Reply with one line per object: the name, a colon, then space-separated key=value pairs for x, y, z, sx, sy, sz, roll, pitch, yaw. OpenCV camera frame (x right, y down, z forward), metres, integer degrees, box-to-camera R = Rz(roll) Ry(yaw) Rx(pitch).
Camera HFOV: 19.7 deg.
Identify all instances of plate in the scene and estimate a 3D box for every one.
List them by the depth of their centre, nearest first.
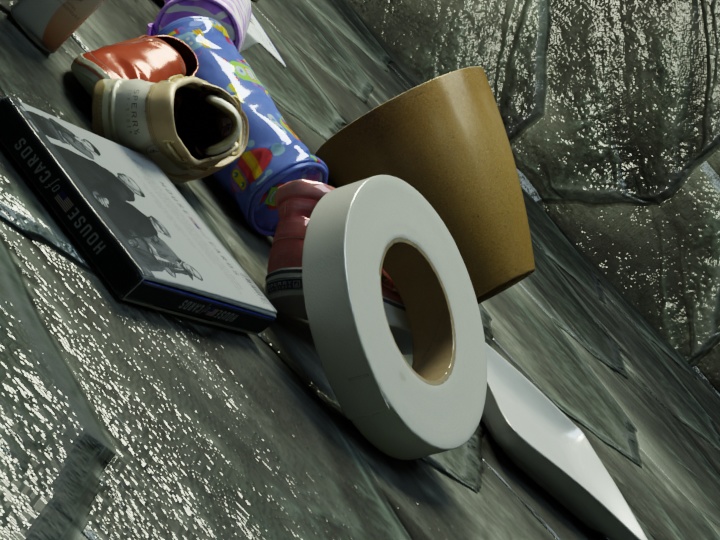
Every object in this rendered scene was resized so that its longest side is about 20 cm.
plate: x=0.157 y=0.148 z=1.829 sx=0.200 sy=0.032 sz=0.200 roll=42 pitch=12 yaw=-29

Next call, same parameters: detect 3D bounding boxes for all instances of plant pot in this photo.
plant pot: x=0.084 y=-0.067 z=2.015 sx=0.200 sy=0.186 sz=0.186 roll=61 pitch=12 yaw=7

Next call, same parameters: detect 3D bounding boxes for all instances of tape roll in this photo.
tape roll: x=0.026 y=0.033 z=1.453 sx=0.203 sy=0.037 sz=0.203 roll=38 pitch=43 yaw=-48

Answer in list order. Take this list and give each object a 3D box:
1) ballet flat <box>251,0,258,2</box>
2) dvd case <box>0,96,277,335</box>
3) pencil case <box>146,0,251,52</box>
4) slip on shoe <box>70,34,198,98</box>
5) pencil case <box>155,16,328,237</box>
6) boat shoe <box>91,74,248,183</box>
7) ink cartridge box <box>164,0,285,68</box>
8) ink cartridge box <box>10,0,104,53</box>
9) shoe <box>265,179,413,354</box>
ballet flat: x=-0.174 y=-0.394 z=2.494 sx=0.200 sy=0.057 sz=0.066 roll=52 pitch=12 yaw=29
dvd case: x=-0.139 y=-0.030 z=1.301 sx=0.150 sy=0.025 sz=0.200 roll=50 pitch=10 yaw=20
pencil case: x=-0.145 y=-0.227 z=1.898 sx=0.085 sy=0.084 sz=0.200 roll=10 pitch=12 yaw=-4
slip on shoe: x=-0.164 y=-0.146 z=1.546 sx=0.074 sy=0.061 sz=0.200 roll=49 pitch=11 yaw=-1
pencil case: x=-0.097 y=-0.115 z=1.652 sx=0.087 sy=0.078 sz=0.200 roll=7 pitch=38 yaw=-49
boat shoe: x=-0.117 y=-0.100 z=1.471 sx=0.200 sy=0.069 sz=0.074 roll=-3 pitch=92 yaw=-69
ink cartridge box: x=-0.179 y=-0.296 z=2.136 sx=0.200 sy=0.043 sz=0.196 roll=43 pitch=9 yaw=-35
ink cartridge box: x=-0.168 y=-0.256 z=1.550 sx=0.050 sy=0.200 sz=0.162 roll=48 pitch=10 yaw=-13
shoe: x=0.000 y=0.000 z=1.530 sx=0.200 sy=0.071 sz=0.091 roll=27 pitch=61 yaw=-54
